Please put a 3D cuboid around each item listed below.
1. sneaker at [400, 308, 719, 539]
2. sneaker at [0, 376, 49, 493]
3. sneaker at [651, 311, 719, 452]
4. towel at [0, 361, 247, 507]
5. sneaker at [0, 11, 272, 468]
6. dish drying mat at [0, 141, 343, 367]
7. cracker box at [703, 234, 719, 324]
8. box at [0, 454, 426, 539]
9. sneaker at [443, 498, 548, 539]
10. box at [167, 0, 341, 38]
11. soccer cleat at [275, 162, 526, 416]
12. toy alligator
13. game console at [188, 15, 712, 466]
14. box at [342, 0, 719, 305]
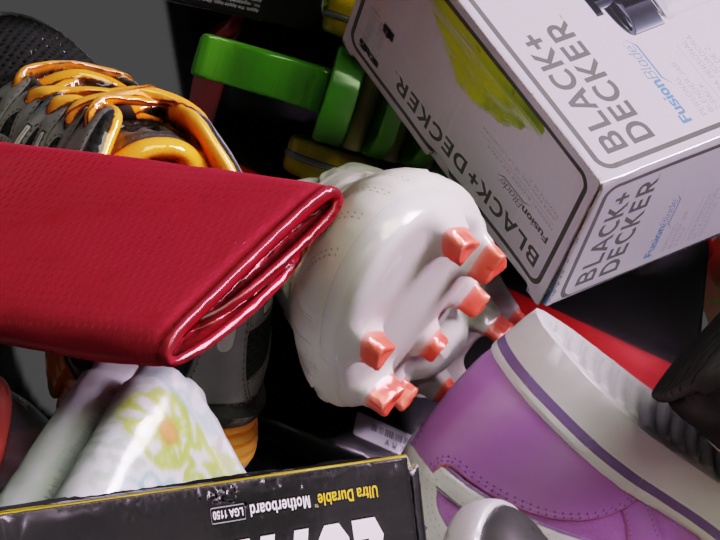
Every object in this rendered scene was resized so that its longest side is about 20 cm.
[{"bbox_3d":[0.077,0.100,0.915,0.200,0.114,0.073,36,10,-34],"label":"sneaker"},{"bbox_3d":[-0.099,0.113,0.784,0.082,0.077,0.200,28,47,-23],"label":"sneaker"},{"bbox_3d":[0.144,0.040,0.885,0.089,0.074,0.200,47,8,12],"label":"sneaker"},{"bbox_3d":[-0.060,0.144,0.747,0.171,0.048,0.200,60,38,-29],"label":"towel"},{"bbox_3d":[-0.072,-0.025,0.876,0.078,0.077,0.200,-4,38,-31],"label":"sneaker"},{"bbox_3d":[-0.100,-0.007,0.801,0.077,0.200,0.018,-44,127,-37],"label":"dish drying mat"},{"bbox_3d":[0.199,0.049,0.993,0.058,0.134,0.200,3,58,-35],"label":"cracker box"},{"bbox_3d":[-0.047,0.130,0.683,0.200,0.049,0.160,-1,83,-57],"label":"box"},{"bbox_3d":[0.085,0.142,0.767,0.071,0.099,0.200,18,51,-53],"label":"sneaker"},{"bbox_3d":[-0.042,-0.118,0.985,0.200,0.035,0.110,10,23,-29],"label":"box"},{"bbox_3d":[0.000,0.000,0.853,0.078,0.069,0.200,39,0,11],"label":"soccer cleat"},{"bbox_3d":[0.043,-0.043,0.952,0.200,0.059,0.054,15,8,-23],"label":"toy alligator"},{"bbox_3d":[0.027,0.007,0.984,0.200,0.031,0.177,24,54,-17],"label":"game console"},{"bbox_3d":[0.110,-0.077,0.917,0.200,0.060,0.117,-20,62,-29],"label":"box"}]
